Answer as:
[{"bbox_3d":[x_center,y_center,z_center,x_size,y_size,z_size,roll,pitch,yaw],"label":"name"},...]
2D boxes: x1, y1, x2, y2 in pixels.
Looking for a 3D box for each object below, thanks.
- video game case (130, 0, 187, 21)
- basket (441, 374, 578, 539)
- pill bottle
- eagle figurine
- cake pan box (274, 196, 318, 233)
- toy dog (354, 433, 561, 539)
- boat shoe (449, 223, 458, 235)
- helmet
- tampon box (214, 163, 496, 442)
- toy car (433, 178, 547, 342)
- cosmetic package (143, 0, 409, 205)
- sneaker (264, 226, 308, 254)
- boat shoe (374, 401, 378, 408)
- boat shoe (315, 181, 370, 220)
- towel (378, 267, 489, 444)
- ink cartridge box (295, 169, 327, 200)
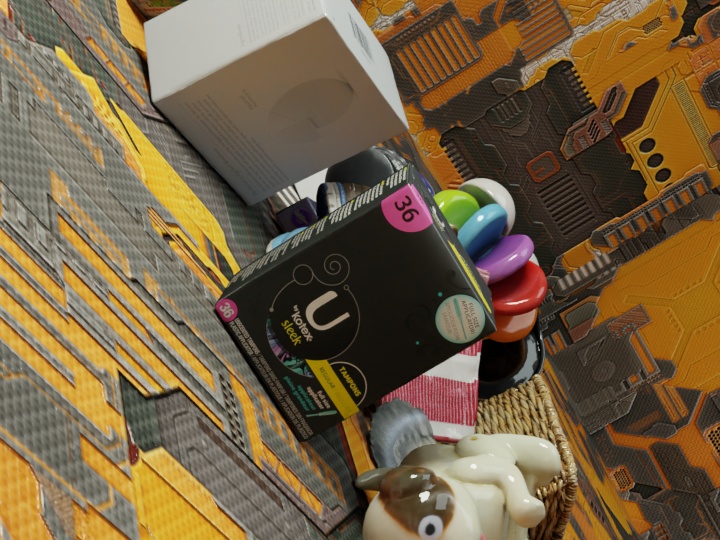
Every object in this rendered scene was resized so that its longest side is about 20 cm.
[{"bbox_3d":[-0.153,-0.246,1.587,0.142,0.018,0.200,11,-24,34],"label":"video game case"},{"bbox_3d":[0.191,0.252,1.706,0.200,0.148,0.143,-105,170,-57],"label":"basket"},{"bbox_3d":[0.024,-0.087,1.732,0.112,0.111,0.200,61,8,15],"label":"pill bottle"},{"bbox_3d":[0.094,0.233,1.459,0.200,0.150,0.153,25,-67,51],"label":"eagle figurine"},{"bbox_3d":[-0.015,0.016,1.699,0.185,0.052,0.200,64,9,14],"label":"cake pan box"},{"bbox_3d":[0.073,0.208,1.246,0.193,0.140,0.200,24,12,17],"label":"toy dog"},{"bbox_3d":[0.010,0.019,1.372,0.066,0.200,0.074,44,3,20],"label":"boat shoe"},{"bbox_3d":[0.143,0.087,1.881,0.200,0.199,0.192,-106,-178,-58],"label":"helmet"},{"bbox_3d":[-0.001,0.026,1.265,0.150,0.199,0.126,57,9,-9],"label":"tampon box"},{"bbox_3d":[0.148,-0.003,1.701,0.150,0.175,0.201,9,-50,53],"label":"toy car"},{"bbox_3d":[-0.087,-0.200,1.484,0.199,0.199,0.124,49,21,-49],"label":"cosmetic package"},{"bbox_3d":[-0.043,-0.007,1.468,0.079,0.090,0.200,51,9,-14],"label":"sneaker"},{"bbox_3d":[0.066,0.152,1.662,0.074,0.060,0.200,61,9,21],"label":"boat shoe"},{"bbox_3d":[0.000,0.000,1.562,0.072,0.072,0.202,154,-70,-75],"label":"boat shoe"},{"bbox_3d":[0.081,0.086,1.569,0.143,0.023,0.202,11,81,-41],"label":"towel"},{"bbox_3d":[-0.025,-0.114,1.946,0.148,0.085,0.200,64,12,28],"label":"ink cartridge box"}]
